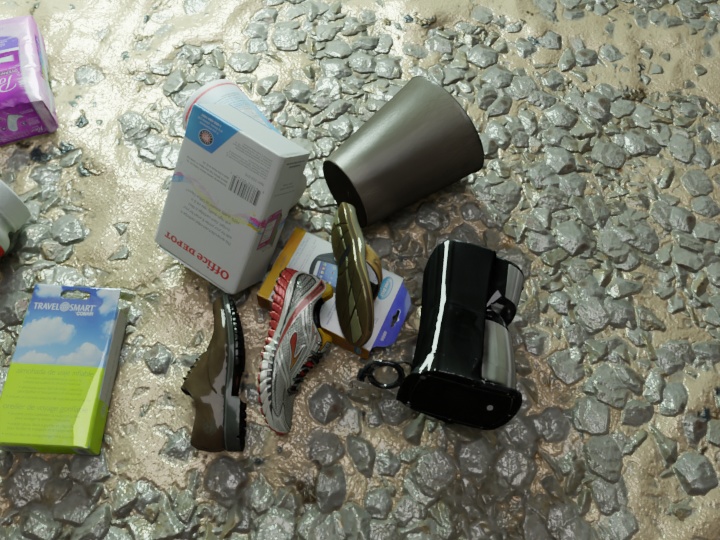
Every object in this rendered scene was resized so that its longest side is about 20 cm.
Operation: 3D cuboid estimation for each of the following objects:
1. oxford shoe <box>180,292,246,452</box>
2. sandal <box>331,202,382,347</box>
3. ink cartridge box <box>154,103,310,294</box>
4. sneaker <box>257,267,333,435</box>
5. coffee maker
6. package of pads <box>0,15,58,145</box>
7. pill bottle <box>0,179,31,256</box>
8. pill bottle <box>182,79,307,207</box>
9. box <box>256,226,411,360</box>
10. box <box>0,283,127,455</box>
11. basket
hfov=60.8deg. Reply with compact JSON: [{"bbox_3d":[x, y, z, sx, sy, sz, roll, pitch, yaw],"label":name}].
[{"bbox_3d":[-0.187,0.123,0.774,0.082,0.073,0.205,-3,62,-1],"label":"oxford shoe"},{"bbox_3d":[0.000,0.000,0.814,0.053,0.081,0.205,7,56,-25],"label":"sandal"},{"bbox_3d":[-0.173,-0.095,0.815,0.142,0.204,0.084,31,22,13],"label":"ink cartridge box"},{"bbox_3d":[-0.079,0.102,0.767,0.080,0.078,0.206,9,83,5],"label":"sneaker"},{"bbox_3d":[0.115,0.067,0.771,0.189,0.134,0.204,30,48,-20],"label":"coffee maker"},{"bbox_3d":[-0.552,-0.301,0.959,0.117,0.076,0.204,-17,65,-9],"label":"package of pads"},{"bbox_3d":[-0.541,-0.034,0.803,0.112,0.115,0.202,30,65,11],"label":"pill bottle"},{"bbox_3d":[-0.168,-0.178,0.907,0.108,0.109,0.201,-35,71,-20],"label":"pill bottle"},{"bbox_3d":[-0.031,0.034,0.850,0.196,0.042,0.121,27,64,6],"label":"box"},{"bbox_3d":[-0.372,0.121,0.773,0.118,0.048,0.205,4,63,-3],"label":"box"},{"bbox_3d":[0.052,-0.166,0.908,0.198,0.137,0.181,-35,69,-16],"label":"basket"}]
